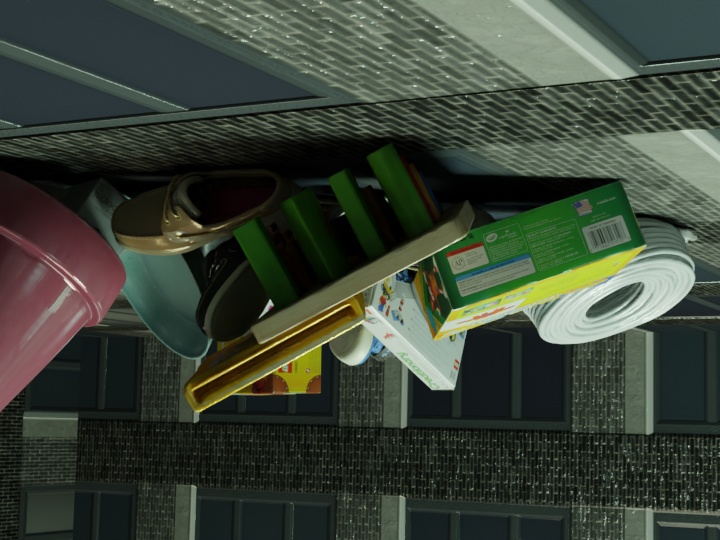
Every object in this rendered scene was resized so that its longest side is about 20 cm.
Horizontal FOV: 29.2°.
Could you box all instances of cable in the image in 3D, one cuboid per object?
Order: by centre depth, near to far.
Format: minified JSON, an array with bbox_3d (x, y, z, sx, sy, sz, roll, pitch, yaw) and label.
[{"bbox_3d":[0.283,0.016,1.582,0.200,0.070,0.199,-36,150,26],"label":"cable"}]

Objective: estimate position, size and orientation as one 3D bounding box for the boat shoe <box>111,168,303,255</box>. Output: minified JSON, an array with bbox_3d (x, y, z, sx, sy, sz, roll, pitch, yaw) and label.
[{"bbox_3d":[-0.151,-0.064,1.303,0.198,0.074,0.069,-9,155,15],"label":"boat shoe"}]

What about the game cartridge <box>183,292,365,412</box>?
[{"bbox_3d":[-0.077,0.064,1.308,0.175,0.033,0.200,-29,-174,1],"label":"game cartridge"}]

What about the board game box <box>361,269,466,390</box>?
[{"bbox_3d":[0.059,0.033,1.530,0.034,0.127,0.200,-4,148,33],"label":"board game box"}]

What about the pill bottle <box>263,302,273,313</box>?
[{"bbox_3d":[-0.121,0.004,1.676,0.199,0.114,0.113,5,173,-30],"label":"pill bottle"}]

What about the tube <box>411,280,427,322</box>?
[{"bbox_3d":[0.153,-0.005,1.485,0.199,0.051,0.078,-24,-142,-7],"label":"tube"}]

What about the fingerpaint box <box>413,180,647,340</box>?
[{"bbox_3d":[0.161,-0.008,1.369,0.199,0.074,0.167,-18,169,-6],"label":"fingerpaint box"}]

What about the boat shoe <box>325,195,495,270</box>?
[{"bbox_3d":[0.055,-0.040,1.425,0.198,0.075,0.068,-3,171,-17],"label":"boat shoe"}]

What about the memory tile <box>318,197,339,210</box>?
[{"bbox_3d":[-0.100,-0.068,1.473,0.152,0.017,0.199,-3,173,36],"label":"memory tile"}]

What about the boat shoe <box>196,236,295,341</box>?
[{"bbox_3d":[-0.120,-0.001,1.357,0.066,0.075,0.200,15,-139,19],"label":"boat shoe"}]

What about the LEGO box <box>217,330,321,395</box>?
[{"bbox_3d":[-0.121,0.063,1.827,0.077,0.202,0.148,5,172,-36],"label":"LEGO box"}]

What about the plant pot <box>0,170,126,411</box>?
[{"bbox_3d":[-0.352,0.029,1.320,0.199,0.180,0.200,24,157,11],"label":"plant pot"}]

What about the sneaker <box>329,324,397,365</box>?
[{"bbox_3d":[0.018,0.077,1.734,0.111,0.077,0.200,32,-168,-19],"label":"sneaker"}]

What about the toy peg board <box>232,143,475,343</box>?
[{"bbox_3d":[-0.010,-0.038,1.233,0.199,0.098,0.199,-27,-176,10],"label":"toy peg board"}]

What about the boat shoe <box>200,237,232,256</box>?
[{"bbox_3d":[-0.174,-0.026,1.491,0.074,0.067,0.199,6,173,-25],"label":"boat shoe"}]

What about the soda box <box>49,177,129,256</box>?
[{"bbox_3d":[-0.302,-0.041,1.436,0.064,0.068,0.199,41,155,-24],"label":"soda box"}]

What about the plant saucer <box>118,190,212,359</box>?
[{"bbox_3d":[-0.207,-0.002,1.462,0.036,0.201,0.200,-33,-168,-29],"label":"plant saucer"}]
